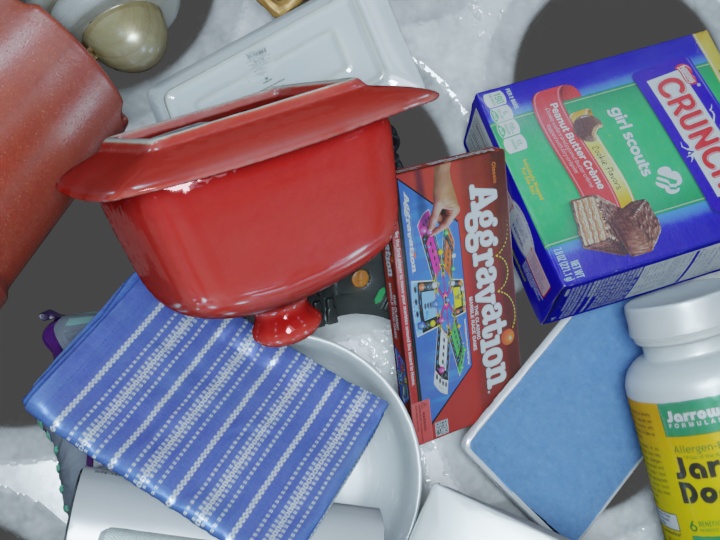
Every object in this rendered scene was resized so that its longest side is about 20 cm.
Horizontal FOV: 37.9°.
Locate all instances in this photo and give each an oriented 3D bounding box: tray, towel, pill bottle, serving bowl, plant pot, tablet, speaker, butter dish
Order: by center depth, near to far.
[{"bbox_3d":[-0.061,-0.026,0.631,0.198,0.200,0.149,-20,105,-22],"label":"butter dish"},{"bbox_3d":[-0.086,0.179,0.672,0.199,0.081,0.082,11,82,-9],"label":"speaker"},{"bbox_3d":[-0.096,0.086,0.676,0.199,0.024,0.145,30,51,8],"label":"towel"},{"bbox_3d":[-0.271,-0.077,0.693,0.200,0.201,0.196,38,71,-3],"label":"plant pot"},{"bbox_3d":[-0.058,0.147,0.755,0.199,0.066,0.202,1,83,-9],"label":"serving bowl"},{"bbox_3d":[-0.061,-0.131,0.761,0.199,0.022,0.108,-25,76,14],"label":"tray"},{"bbox_3d":[0.260,0.112,0.773,0.112,0.113,0.201,-16,94,-10],"label":"pill bottle"},{"bbox_3d":[0.180,0.101,0.813,0.130,0.014,0.200,45,77,-14],"label":"tablet"}]

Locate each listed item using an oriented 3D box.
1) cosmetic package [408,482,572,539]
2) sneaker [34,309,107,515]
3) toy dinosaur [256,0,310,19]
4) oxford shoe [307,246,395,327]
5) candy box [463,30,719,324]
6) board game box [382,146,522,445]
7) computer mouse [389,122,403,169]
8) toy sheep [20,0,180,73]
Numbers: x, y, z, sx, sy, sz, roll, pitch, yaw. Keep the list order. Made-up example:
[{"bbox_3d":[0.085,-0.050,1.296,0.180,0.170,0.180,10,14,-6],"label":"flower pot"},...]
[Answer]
[{"bbox_3d":[0.128,0.223,0.726,0.199,0.113,0.082,21,81,15],"label":"cosmetic package"},{"bbox_3d":[-0.193,0.126,0.748,0.087,0.074,0.202,2,88,22],"label":"sneaker"},{"bbox_3d":[-0.032,-0.196,0.802,0.106,0.060,0.201,19,81,-8],"label":"toy dinosaur"},{"bbox_3d":[0.000,0.000,0.778,0.199,0.084,0.073,1,99,-30],"label":"oxford shoe"},{"bbox_3d":[0.202,-0.072,0.796,0.199,0.077,0.170,-16,69,-12],"label":"candy box"},{"bbox_3d":[0.068,0.019,0.763,0.102,0.019,0.201,-16,109,-28],"label":"board game box"},{"bbox_3d":[-0.061,-0.045,0.767,0.199,0.110,0.044,-26,73,-3],"label":"computer mouse"},{"bbox_3d":[-0.190,-0.228,0.746,0.137,0.138,0.201,-21,75,-11],"label":"toy sheep"}]
